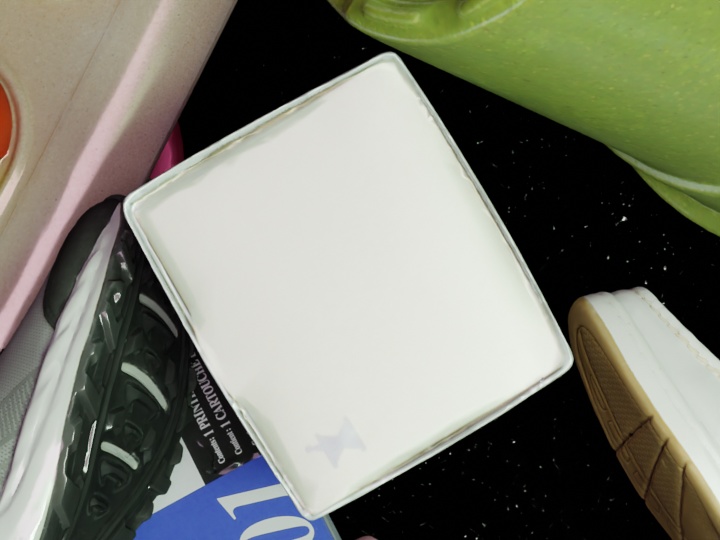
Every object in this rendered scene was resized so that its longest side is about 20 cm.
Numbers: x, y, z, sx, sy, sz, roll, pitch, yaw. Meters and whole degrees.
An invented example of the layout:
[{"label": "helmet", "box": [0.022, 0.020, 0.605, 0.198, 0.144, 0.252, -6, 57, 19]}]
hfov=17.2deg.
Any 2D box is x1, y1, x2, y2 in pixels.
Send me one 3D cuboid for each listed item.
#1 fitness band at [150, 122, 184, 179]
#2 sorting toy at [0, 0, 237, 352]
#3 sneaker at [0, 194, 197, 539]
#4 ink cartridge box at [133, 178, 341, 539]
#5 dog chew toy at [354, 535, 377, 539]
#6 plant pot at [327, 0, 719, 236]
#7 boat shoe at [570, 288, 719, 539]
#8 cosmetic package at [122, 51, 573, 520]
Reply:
[{"label": "fitness band", "box": [-0.129, -0.005, 0.797, 0.143, 0.037, 0.201, -2, 92, 0]}, {"label": "sorting toy", "box": [-0.144, -0.089, 0.750, 0.199, 0.036, 0.186, 24, 83, 21]}, {"label": "sneaker", "box": [-0.106, 0.068, 0.673, 0.079, 0.074, 0.201, 13, 72, 24]}, {"label": "ink cartridge box", "box": [-0.064, 0.072, 0.725, 0.094, 0.044, 0.201, -28, 67, -2]}, {"label": "dog chew toy", "box": [-0.043, 0.176, 0.765, 0.124, 0.125, 0.200, 35, 83, -1]}, {"label": "plant pot", "box": [0.079, -0.109, 0.641, 0.199, 0.189, 0.201, -4, 84, 43]}, {"label": "boat shoe", "box": [0.145, 0.079, 0.757, 0.069, 0.071, 0.200, -34, 75, -10]}, {"label": "cosmetic package", "box": [0.000, 0.000, 0.715, 0.087, 0.200, 0.104, -30, 92, 3]}]
